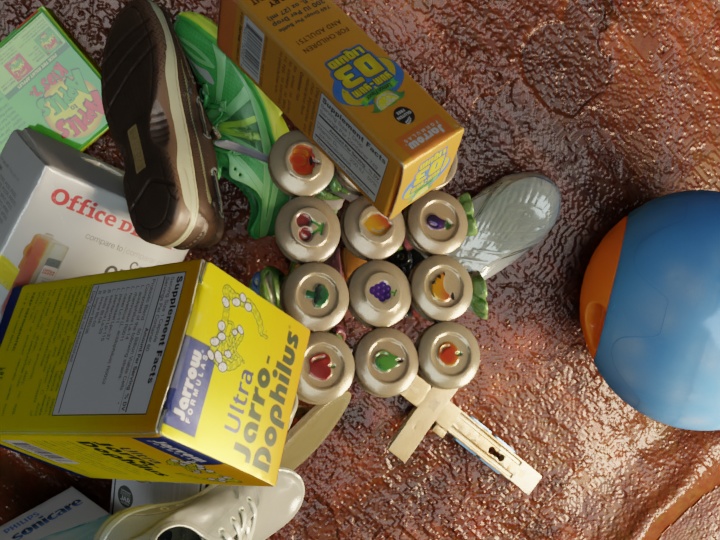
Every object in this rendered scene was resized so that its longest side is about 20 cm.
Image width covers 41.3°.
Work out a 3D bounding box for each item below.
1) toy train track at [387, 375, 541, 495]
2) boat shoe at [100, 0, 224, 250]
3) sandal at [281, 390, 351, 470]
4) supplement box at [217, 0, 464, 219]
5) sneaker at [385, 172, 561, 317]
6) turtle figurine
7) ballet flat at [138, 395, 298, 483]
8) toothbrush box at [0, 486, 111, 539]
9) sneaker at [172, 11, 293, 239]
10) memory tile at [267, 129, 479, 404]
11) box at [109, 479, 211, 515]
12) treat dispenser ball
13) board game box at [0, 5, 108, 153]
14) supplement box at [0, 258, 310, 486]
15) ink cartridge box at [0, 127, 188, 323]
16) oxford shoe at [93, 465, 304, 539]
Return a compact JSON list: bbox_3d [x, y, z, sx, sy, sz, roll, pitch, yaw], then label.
[{"bbox_3d":[0.092,0.144,0.891,0.199,0.032,0.115,40,85,-20],"label":"toy train track"},{"bbox_3d":[-0.147,-0.108,0.733,0.074,0.074,0.205,-22,69,32],"label":"boat shoe"},{"bbox_3d":[-0.097,0.164,0.842,0.070,0.077,0.213,43,109,22],"label":"sandal"},{"bbox_3d":[-0.018,-0.134,0.688,0.066,0.069,0.200,-35,73,-28],"label":"supplement box"},{"bbox_3d":[0.088,-0.018,0.842,0.198,0.072,0.072,-30,87,11],"label":"sneaker"},{"bbox_3d":[0.000,0.000,0.744,0.191,0.145,0.201,-9,147,1],"label":"turtle figurine"},{"bbox_3d":[-0.113,0.126,0.704,0.198,0.069,0.070,-13,107,34],"label":"ballet flat"},{"bbox_3d":[-0.202,0.292,0.765,0.085,0.198,0.148,-25,127,-47],"label":"toothbrush box"},{"bbox_3d":[-0.104,-0.115,0.781,0.083,0.074,0.202,-29,105,-7],"label":"sneaker"},{"bbox_3d":[0.012,-0.008,0.702,0.151,0.017,0.203,-2,79,-18],"label":"memory tile"},{"bbox_3d":[-0.151,0.171,0.805,0.060,0.116,0.203,-5,107,-53],"label":"box"},{"bbox_3d":[0.289,0.033,0.814,0.198,0.201,0.204,-2,101,-10],"label":"treat dispenser ball"},{"bbox_3d":[-0.291,-0.105,0.763,0.200,0.048,0.102,-41,106,0],"label":"board game box"},{"bbox_3d":[-0.149,0.073,0.636,0.109,0.198,0.110,37,57,-44],"label":"supplement box"},{"bbox_3d":[-0.241,0.014,0.744,0.144,0.083,0.202,23,100,-43],"label":"ink cartridge box"},{"bbox_3d":[-0.109,0.199,0.727,0.199,0.057,0.076,-4,104,-51],"label":"oxford shoe"}]
